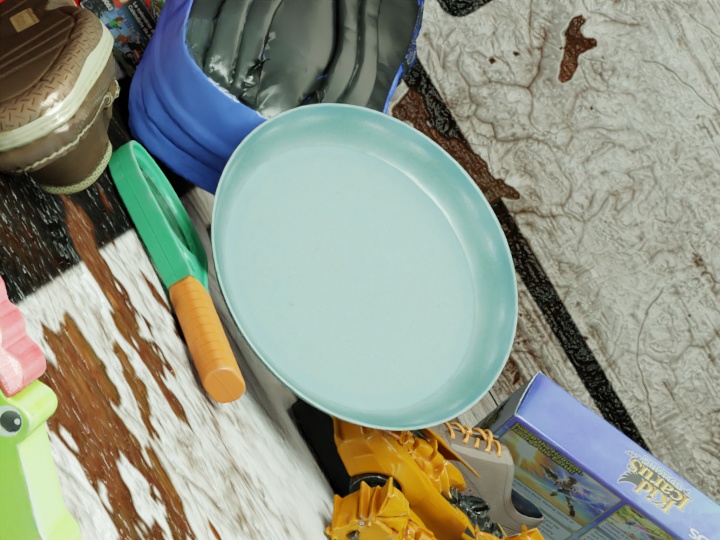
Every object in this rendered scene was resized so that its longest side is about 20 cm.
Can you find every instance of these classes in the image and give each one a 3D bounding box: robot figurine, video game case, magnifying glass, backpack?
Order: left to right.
[{"bbox_3d":[-0.096,-0.001,1.098,0.080,0.022,0.200,55,7,-40],"label":"magnifying glass"},{"bbox_3d":[-0.057,-0.127,1.299,0.162,0.168,0.200,24,46,-13],"label":"backpack"},{"bbox_3d":[0.024,0.160,1.325,0.200,0.025,0.181,60,5,1],"label":"video game case"},{"bbox_3d":[0.055,0.165,1.205,0.200,0.058,0.145,44,30,-33],"label":"robot figurine"},{"bbox_3d":[0.150,0.175,1.393,0.200,0.045,0.181,37,-36,-5],"label":"video game case"}]

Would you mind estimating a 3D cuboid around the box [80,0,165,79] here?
[{"bbox_3d":[-0.150,-0.172,1.470,0.137,0.038,0.200,57,5,-24],"label":"box"}]

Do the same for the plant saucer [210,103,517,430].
[{"bbox_3d":[0.000,0.000,1.172,0.201,0.200,0.027,60,-37,7],"label":"plant saucer"}]

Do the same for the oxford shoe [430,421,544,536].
[{"bbox_3d":[0.052,0.114,1.304,0.200,0.073,0.071,54,7,-40],"label":"oxford shoe"}]

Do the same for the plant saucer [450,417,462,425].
[{"bbox_3d":[0.061,0.133,1.818,0.201,0.034,0.200,60,4,-7],"label":"plant saucer"}]

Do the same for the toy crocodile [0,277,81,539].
[{"bbox_3d":[-0.129,-0.005,0.551,0.200,0.062,0.068,60,5,1],"label":"toy crocodile"}]

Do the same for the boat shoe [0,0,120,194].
[{"bbox_3d":[-0.129,-0.070,0.880,0.202,0.075,0.075,-109,173,-69],"label":"boat shoe"}]
